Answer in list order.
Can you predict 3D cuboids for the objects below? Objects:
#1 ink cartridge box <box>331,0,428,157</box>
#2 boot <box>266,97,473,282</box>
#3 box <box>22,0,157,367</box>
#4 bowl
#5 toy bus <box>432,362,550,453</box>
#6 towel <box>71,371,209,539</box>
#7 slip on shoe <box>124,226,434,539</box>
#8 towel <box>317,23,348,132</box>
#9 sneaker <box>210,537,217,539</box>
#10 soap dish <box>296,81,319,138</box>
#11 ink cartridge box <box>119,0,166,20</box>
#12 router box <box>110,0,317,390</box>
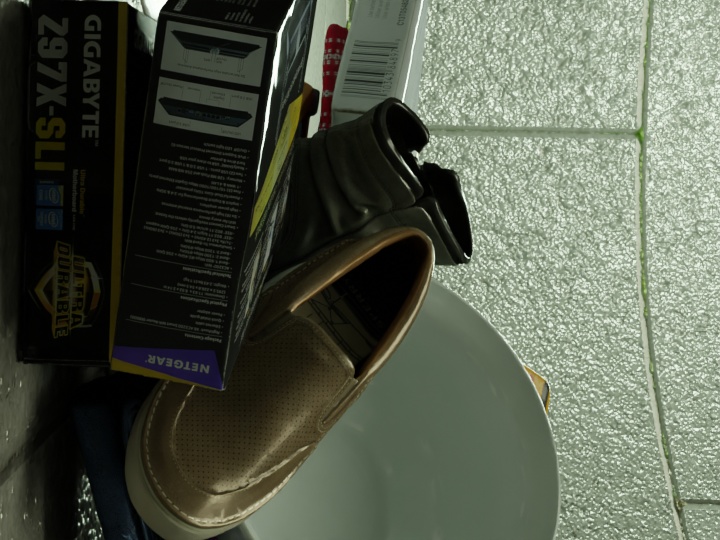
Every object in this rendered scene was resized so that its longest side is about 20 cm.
[{"bbox_3d":[0.010,-0.067,1.398,0.200,0.040,0.201,-78,173,-51],"label":"ink cartridge box"},{"bbox_3d":[0.000,0.000,1.260,0.200,0.130,0.068,62,29,-42],"label":"boot"},{"bbox_3d":[-0.117,-0.039,1.145,0.200,0.049,0.160,-10,103,-87],"label":"box"},{"bbox_3d":[-0.006,0.101,1.209,0.090,0.200,0.202,-38,-139,50],"label":"bowl"},{"bbox_3d":[0.017,0.099,1.364,0.078,0.200,0.065,32,57,-34],"label":"toy bus"},{"bbox_3d":[-0.092,0.148,1.177,0.112,0.048,0.201,-137,-148,-81],"label":"towel"},{"bbox_3d":[-0.031,0.046,1.121,0.200,0.076,0.061,-40,-178,-40],"label":"slip on shoe"},{"bbox_3d":[-0.023,-0.029,1.427,0.145,0.022,0.201,75,22,-79],"label":"towel"},{"bbox_3d":[-0.083,0.145,1.273,0.081,0.088,0.201,74,35,-78],"label":"sneaker"},{"bbox_3d":[-0.077,-0.021,1.386,0.157,0.081,0.201,-70,167,-78],"label":"soap dish"},{"bbox_3d":[-0.109,-0.189,1.314,0.174,0.043,0.200,-62,169,-17],"label":"ink cartridge box"},{"bbox_3d":[-0.060,-0.058,1.081,0.200,0.052,0.158,-75,174,-71],"label":"router box"}]
